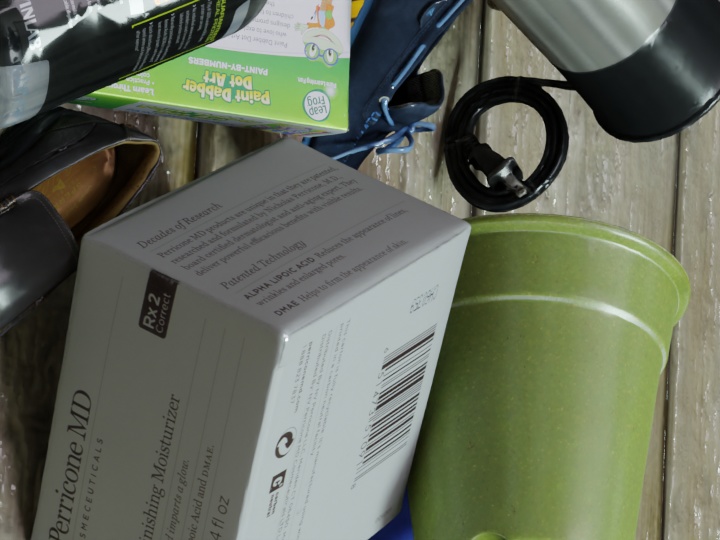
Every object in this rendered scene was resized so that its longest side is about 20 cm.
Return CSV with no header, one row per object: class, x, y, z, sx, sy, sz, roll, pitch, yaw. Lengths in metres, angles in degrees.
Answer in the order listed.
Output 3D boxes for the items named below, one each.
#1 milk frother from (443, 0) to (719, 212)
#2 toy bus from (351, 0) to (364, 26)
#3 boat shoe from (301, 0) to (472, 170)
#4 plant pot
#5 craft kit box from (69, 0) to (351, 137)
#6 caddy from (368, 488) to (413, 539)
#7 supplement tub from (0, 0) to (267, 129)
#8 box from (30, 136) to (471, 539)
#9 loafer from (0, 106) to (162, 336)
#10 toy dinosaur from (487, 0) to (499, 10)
milk frother,0.112,-0.154,1.626,0.188,0.180,0.200,41,78,-39
toy bus,-0.024,-0.163,1.526,0.200,0.065,0.078,-24,111,-56
boat shoe,0.017,-0.107,1.450,0.200,0.069,0.084,-64,179,40
plant pot,0.097,0.096,1.476,0.200,0.200,0.190,40,45,-51
craft kit box,-0.092,-0.182,1.371,0.200,0.048,0.198,7,81,-35
caddy,0.069,0.170,1.618,0.141,0.105,0.200,51,29,2
supplement tub,-0.129,-0.157,1.245,0.200,0.122,0.123,-25,113,-29
box,-0.058,0.061,1.350,0.200,0.131,0.199,-31,139,-53
loafer,-0.175,-0.017,1.277,0.200,0.072,0.073,-59,137,-38
toy dinosaur,0.118,-0.248,1.757,0.200,0.058,0.101,-43,124,-49
